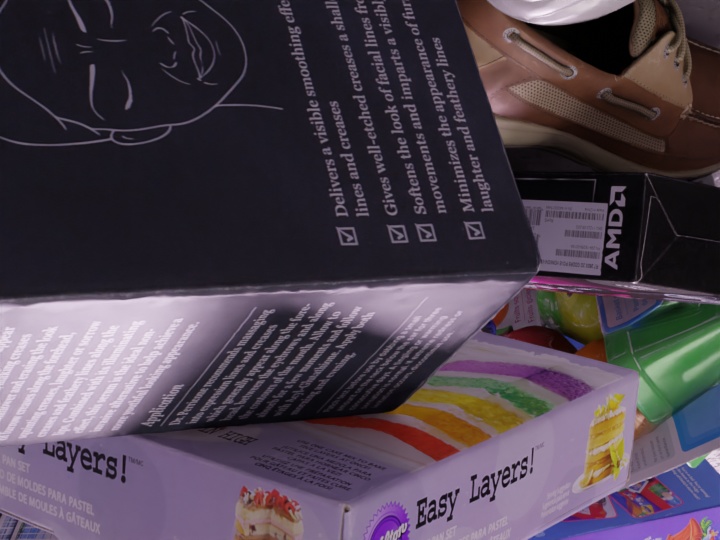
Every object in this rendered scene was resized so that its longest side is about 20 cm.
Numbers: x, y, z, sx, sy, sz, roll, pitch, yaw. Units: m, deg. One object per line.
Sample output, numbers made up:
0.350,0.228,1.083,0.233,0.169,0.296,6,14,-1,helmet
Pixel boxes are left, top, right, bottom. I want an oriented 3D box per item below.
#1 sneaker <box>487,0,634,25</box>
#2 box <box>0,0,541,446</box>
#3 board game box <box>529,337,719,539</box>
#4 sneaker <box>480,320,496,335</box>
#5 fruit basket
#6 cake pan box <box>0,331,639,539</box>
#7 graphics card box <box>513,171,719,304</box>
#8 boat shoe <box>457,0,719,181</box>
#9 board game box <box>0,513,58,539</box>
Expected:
0.142,-0.151,0.688,0.200,0.071,0.080,-14,150,-5,sneaker
-0.072,-0.037,0.526,0.200,0.149,0.107,-2,154,-28,box
0.109,0.107,1.011,0.134,0.200,0.045,-8,119,-16,board game box
0.000,0.001,0.782,0.115,0.081,0.200,14,140,31,sneaker
0.109,0.046,0.930,0.200,0.185,0.094,-23,128,18,fruit basket
-0.029,0.055,0.638,0.200,0.052,0.184,14,-164,36,cake pan box
0.097,-0.016,0.825,0.125,0.051,0.200,9,176,-40,graphics card box
0.110,-0.089,0.780,0.200,0.076,0.074,3,143,-35,boat shoe
-0.127,0.177,1.070,0.200,0.062,0.200,-8,147,35,board game box
